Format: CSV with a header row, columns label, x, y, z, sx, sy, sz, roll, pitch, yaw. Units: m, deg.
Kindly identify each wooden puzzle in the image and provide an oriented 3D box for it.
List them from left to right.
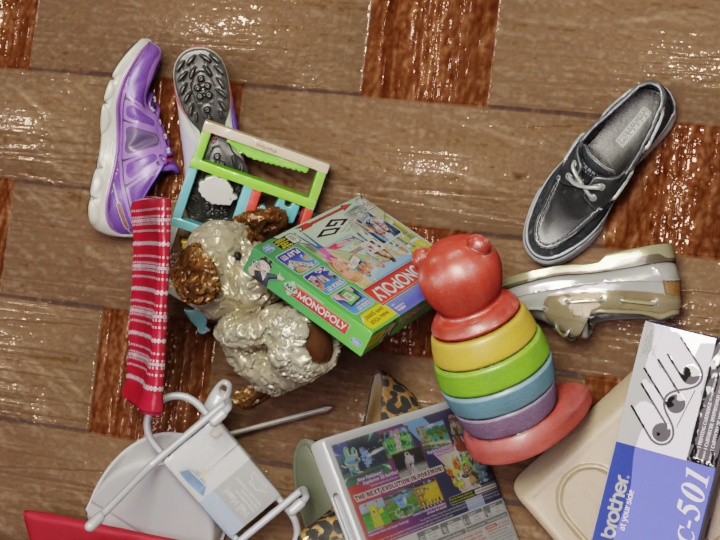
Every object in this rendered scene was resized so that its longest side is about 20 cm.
label,x,y,z,sx,sy,sz,roll,pitch,yaw
wooden puzzle,0.268,0.209,1.446,0.185,0.046,0.200,-44,71,9

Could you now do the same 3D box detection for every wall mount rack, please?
label,x,y,z,sx,sy,sz,roll,pitch,yaw
wall mount rack,-0.151,0.221,1.491,0.174,0.075,0.200,-40,97,1

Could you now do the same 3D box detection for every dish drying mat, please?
label,x,y,z,sx,sy,sz,roll,pitch,yaw
dish drying mat,-0.241,0.284,1.586,0.199,0.018,0.077,8,126,20

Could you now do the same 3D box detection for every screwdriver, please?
label,x,y,z,sx,sy,sz,roll,pitch,yaw
screwdriver,-0.122,0.156,1.571,0.199,0.028,0.029,-20,109,17

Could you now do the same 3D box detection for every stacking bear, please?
label,x,y,z,sx,sy,sz,roll,pitch,yaw
stacking bear,0.111,0.060,1.415,0.121,0.114,0.201,-12,111,29

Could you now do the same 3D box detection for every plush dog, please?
label,x,y,z,sx,sy,sz,roll,pitch,yaw
plush dog,-0.099,0.027,1.485,0.160,0.200,0.172,-33,95,28

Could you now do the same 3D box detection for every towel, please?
label,x,y,z,sx,sy,sz,roll,pitch,yaw
towel,-0.201,0.031,1.493,0.022,0.145,0.201,2,93,-17

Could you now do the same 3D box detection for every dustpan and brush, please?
label,x,y,z,sx,sy,sz,roll,pitch,yaw
dustpan and brush,-0.173,0.191,1.557,0.139,0.057,0.201,30,122,3

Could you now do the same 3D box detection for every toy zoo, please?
label,x,y,z,sx,sy,sz,roll,pitch,yaw
toy zoo,-0.123,-0.032,1.557,0.131,0.020,0.201,18,100,-6

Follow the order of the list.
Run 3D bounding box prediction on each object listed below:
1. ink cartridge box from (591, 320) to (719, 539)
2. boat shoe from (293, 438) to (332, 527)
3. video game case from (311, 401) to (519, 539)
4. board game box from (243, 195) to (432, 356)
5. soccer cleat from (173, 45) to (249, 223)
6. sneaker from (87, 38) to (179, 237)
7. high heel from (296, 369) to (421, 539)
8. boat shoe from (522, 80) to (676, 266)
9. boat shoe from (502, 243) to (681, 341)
label,x,y,z,sx,sy,sz,roll,pitch,yaw
ink cartridge box,0.276,0.153,1.403,0.094,0.044,0.201,14,88,22
boat shoe,-0.007,0.252,1.518,0.072,0.060,0.202,-45,61,54
video game case,0.058,0.219,1.434,0.023,0.199,0.183,-30,77,42
board game box,0.000,0.000,1.460,0.134,0.200,0.029,34,119,15
soccer cleat,-0.148,-0.124,1.587,0.068,0.073,0.201,-8,102,-2
sneaker,-0.220,-0.133,1.609,0.083,0.081,0.201,9,96,1
high heel,-0.008,0.176,1.461,0.071,0.199,0.143,-29,80,42
boat shoe,0.217,-0.090,1.465,0.072,0.068,0.200,43,99,15
boat shoe,0.196,0.030,1.461,0.199,0.075,0.069,-14,82,18
